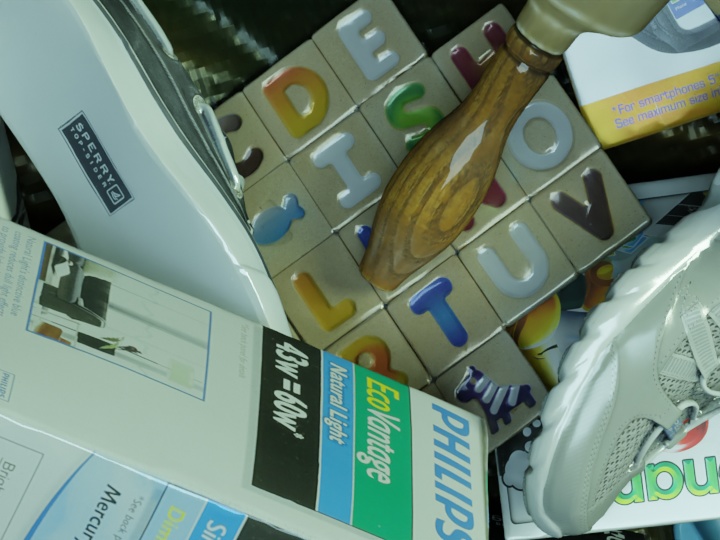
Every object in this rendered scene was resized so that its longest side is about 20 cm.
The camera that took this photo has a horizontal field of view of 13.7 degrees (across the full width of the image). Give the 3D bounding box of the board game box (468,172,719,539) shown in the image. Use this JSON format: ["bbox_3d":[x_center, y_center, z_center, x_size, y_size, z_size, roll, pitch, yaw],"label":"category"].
[{"bbox_3d":[0.144,0.026,1.108,0.199,0.035,0.127,-8,86,9],"label":"board game box"}]

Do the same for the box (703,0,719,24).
[{"bbox_3d":[0.188,-0.062,1.009,0.032,0.121,0.200,-15,125,37],"label":"box"}]

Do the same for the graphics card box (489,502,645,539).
[{"bbox_3d":[0.004,0.146,1.164,0.199,0.051,0.126,11,105,-1],"label":"graphics card box"}]

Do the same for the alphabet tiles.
[{"bbox_3d":[0.000,0.000,1.109,0.200,0.008,0.167,-36,77,11],"label":"alphabet tiles"}]

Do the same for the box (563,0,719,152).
[{"bbox_3d":[0.109,-0.155,1.083,0.119,0.041,0.201,-18,107,6],"label":"box"}]

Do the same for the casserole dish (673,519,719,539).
[{"bbox_3d":[0.213,0.070,1.147,0.200,0.039,0.121,-32,103,8],"label":"casserole dish"}]

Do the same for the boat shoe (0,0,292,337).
[{"bbox_3d":[-0.071,-0.027,1.092,0.072,0.068,0.200,-31,90,33],"label":"boat shoe"}]

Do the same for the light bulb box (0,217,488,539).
[{"bbox_3d":[-0.084,0.118,1.030,0.199,0.125,0.199,22,117,-11],"label":"light bulb box"}]

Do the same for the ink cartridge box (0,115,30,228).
[{"bbox_3d":[-0.194,0.011,1.110,0.144,0.084,0.201,-11,107,5],"label":"ink cartridge box"}]

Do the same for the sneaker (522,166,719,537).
[{"bbox_3d":[0.133,0.019,1.053,0.082,0.075,0.200,39,92,12],"label":"sneaker"}]

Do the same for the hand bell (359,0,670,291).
[{"bbox_3d":[0.057,-0.073,1.056,0.104,0.104,0.200,31,116,-8],"label":"hand bell"}]
